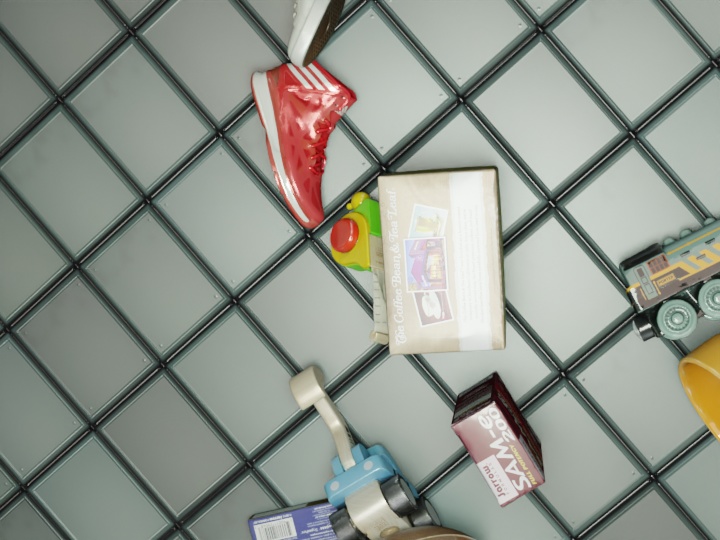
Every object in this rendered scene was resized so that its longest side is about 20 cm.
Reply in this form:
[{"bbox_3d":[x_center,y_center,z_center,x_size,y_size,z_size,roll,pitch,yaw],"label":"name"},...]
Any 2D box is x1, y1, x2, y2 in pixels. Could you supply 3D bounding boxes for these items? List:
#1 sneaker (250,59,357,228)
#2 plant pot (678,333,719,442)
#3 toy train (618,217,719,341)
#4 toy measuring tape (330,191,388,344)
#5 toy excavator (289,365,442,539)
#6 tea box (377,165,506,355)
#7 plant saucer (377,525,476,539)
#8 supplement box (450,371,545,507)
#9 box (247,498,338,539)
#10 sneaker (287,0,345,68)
[{"bbox_3d":[-0.051,-0.158,1.565,0.115,0.078,0.200,-18,94,10],"label":"sneaker"},{"bbox_3d":[0.496,0.125,1.480,0.183,0.200,0.200,-37,90,-7],"label":"plant pot"},{"bbox_3d":[0.399,0.004,1.527,0.200,0.085,0.114,-28,82,9],"label":"toy train"},{"bbox_3d":[0.000,0.000,1.559,0.073,0.074,0.200,-7,67,8],"label":"toy measuring tape"},{"bbox_3d":[-0.008,0.233,1.592,0.100,0.200,0.194,-33,135,8],"label":"toy excavator"},{"bbox_3d":[0.097,-0.016,1.500,0.133,0.197,0.200,-3,96,8],"label":"tea box"},{"bbox_3d":[0.051,0.362,1.571,0.200,0.200,0.037,-32,52,9],"label":"plant saucer"},{"bbox_3d":[0.159,0.190,1.511,0.061,0.200,0.109,-32,91,9],"label":"supplement box"},{"bbox_3d":[-0.058,0.393,1.642,0.121,0.032,0.200,-14,92,8],"label":"box"},{"bbox_3d":[-0.060,-0.339,1.552,0.085,0.073,0.200,19,82,9],"label":"sneaker"}]
